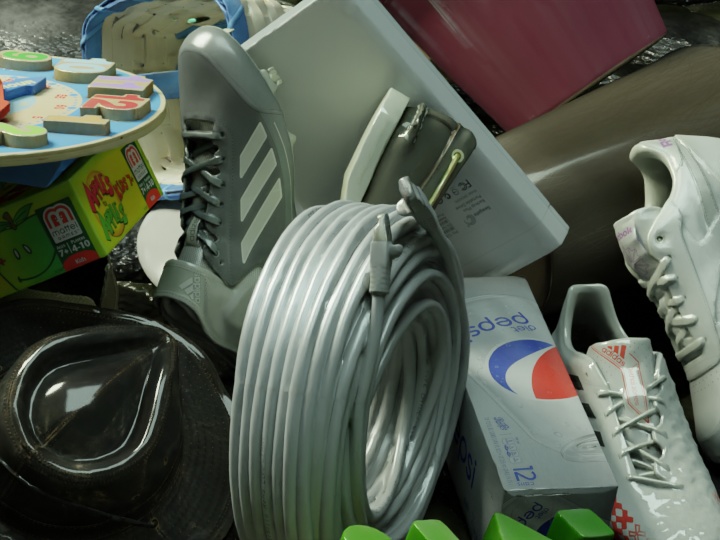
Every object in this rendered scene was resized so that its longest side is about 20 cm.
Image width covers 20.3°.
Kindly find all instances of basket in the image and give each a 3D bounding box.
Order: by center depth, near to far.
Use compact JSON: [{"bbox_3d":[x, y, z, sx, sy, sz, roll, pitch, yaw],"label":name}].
[{"bbox_3d":[0.162,-0.052,1.283,0.199,0.137,0.180,-21,21,-28],"label":"basket"},{"bbox_3d":[-0.132,-0.114,1.294,0.176,0.140,0.200,-3,11,41],"label":"basket"}]

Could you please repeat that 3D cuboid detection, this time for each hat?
[{"bbox_3d":[-0.139,0.072,1.031,0.200,0.081,0.201,14,48,-16],"label":"hat"}]

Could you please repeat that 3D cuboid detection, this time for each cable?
[{"bbox_3d":[-0.005,0.065,1.009,0.069,0.200,0.201,12,77,19],"label":"cable"}]

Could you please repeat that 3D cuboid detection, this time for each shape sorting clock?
[{"bbox_3d":[-0.205,-0.092,1.094,0.199,0.039,0.200,6,21,-2],"label":"shape sorting clock"}]

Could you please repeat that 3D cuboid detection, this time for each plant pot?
[{"bbox_3d":[0.106,-0.197,1.363,0.200,0.200,0.179,-34,91,-45],"label":"plant pot"}]

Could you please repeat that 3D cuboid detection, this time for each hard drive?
[{"bbox_3d":[0.012,-0.068,1.182,0.200,0.132,0.027,48,42,-14],"label":"hard drive"}]

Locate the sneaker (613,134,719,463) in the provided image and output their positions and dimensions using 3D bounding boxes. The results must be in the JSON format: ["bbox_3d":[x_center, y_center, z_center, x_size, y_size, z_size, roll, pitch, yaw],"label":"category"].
[{"bbox_3d":[0.193,0.014,1.175,0.099,0.075,0.201,6,68,-14],"label":"sneaker"}]

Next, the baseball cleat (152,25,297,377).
[{"bbox_3d":[-0.080,-0.034,1.153,0.106,0.201,0.070,-32,24,-36],"label":"baseball cleat"}]

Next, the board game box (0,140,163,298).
[{"bbox_3d":[-0.219,-0.013,1.127,0.199,0.048,0.102,-21,15,20],"label":"board game box"}]

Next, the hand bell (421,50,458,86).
[{"bbox_3d":[0.087,-0.134,1.457,0.200,0.104,0.104,37,43,23],"label":"hand bell"}]

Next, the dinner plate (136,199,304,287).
[{"bbox_3d":[-0.044,-0.022,1.299,0.199,0.024,0.200,5,33,-3],"label":"dinner plate"}]

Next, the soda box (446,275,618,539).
[{"bbox_3d":[0.082,0.084,1.115,0.063,0.068,0.200,-1,33,-11],"label":"soda box"}]

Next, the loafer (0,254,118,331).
[{"bbox_3d":[-0.187,0.044,1.130,0.075,0.069,0.200,8,32,4],"label":"loafer"}]

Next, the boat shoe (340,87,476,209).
[{"bbox_3d":[0.000,0.001,1.131,0.060,0.202,0.072,24,9,-4],"label":"boat shoe"}]

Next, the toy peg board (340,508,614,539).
[{"bbox_3d":[0.072,0.191,0.873,0.199,0.098,0.199,1,29,-38],"label":"toy peg board"}]

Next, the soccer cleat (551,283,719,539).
[{"bbox_3d":[0.149,0.085,1.106,0.068,0.085,0.200,-3,34,-15],"label":"soccer cleat"}]
